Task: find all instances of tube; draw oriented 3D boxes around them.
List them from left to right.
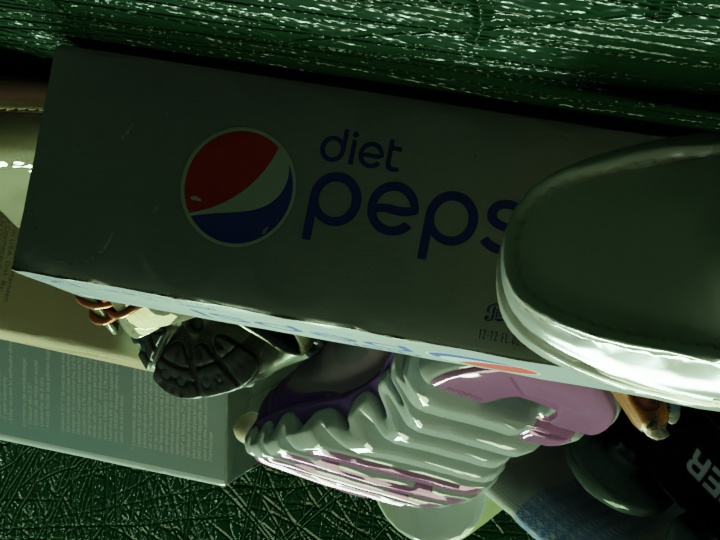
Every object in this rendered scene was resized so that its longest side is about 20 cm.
[{"bbox_3d":[0.068,0.063,0.979,0.052,0.058,0.200,-39,172,28],"label":"tube"}]

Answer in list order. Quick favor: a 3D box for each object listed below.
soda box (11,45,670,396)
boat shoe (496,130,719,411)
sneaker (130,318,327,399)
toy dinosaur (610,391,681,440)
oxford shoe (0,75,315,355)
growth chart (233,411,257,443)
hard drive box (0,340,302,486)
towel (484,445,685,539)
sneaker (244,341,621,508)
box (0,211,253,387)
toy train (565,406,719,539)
[{"bbox_3d":[0.008,-0.012,0.645,0.198,0.069,0.063,9,174,14],"label":"soda box"},{"bbox_3d":[0.119,-0.005,0.517,0.199,0.071,0.069,2,168,23],"label":"boat shoe"},{"bbox_3d":[0.000,0.000,0.916,0.199,0.078,0.086,-3,-163,38],"label":"sneaker"},{"bbox_3d":[0.146,0.033,0.738,0.180,0.106,0.200,22,179,-12],"label":"toy dinosaur"},{"bbox_3d":[-0.079,-0.017,0.744,0.199,0.074,0.071,14,174,-37],"label":"oxford shoe"},{"bbox_3d":[0.034,0.040,0.987,0.199,0.018,0.145,-19,178,-9],"label":"growth chart"},{"bbox_3d":[-0.120,0.035,1.175,0.199,0.077,0.156,10,-163,24],"label":"hard drive box"},{"bbox_3d":[0.127,0.098,0.880,0.200,0.024,0.147,38,-154,21],"label":"towel"},{"bbox_3d":[0.026,0.025,0.794,0.080,0.089,0.200,16,156,-23],"label":"sneaker"},{"bbox_3d":[-0.132,-0.006,0.978,0.095,0.078,0.199,7,174,40],"label":"box"},{"bbox_3d":[0.163,0.078,0.826,0.114,0.086,0.200,-12,-131,-47],"label":"toy train"}]
